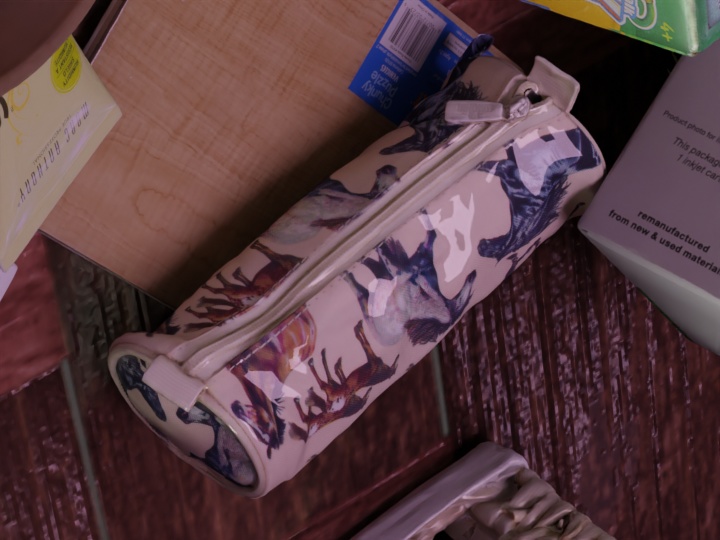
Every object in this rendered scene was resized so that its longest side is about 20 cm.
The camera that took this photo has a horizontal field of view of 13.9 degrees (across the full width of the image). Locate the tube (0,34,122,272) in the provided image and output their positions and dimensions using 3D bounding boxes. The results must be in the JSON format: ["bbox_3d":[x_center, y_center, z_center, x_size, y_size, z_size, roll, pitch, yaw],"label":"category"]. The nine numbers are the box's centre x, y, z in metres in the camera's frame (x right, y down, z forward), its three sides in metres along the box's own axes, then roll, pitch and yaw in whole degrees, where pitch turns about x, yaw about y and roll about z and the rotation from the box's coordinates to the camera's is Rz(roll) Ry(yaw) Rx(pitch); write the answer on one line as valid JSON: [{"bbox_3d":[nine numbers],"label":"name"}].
[{"bbox_3d":[-0.133,-0.096,0.942,0.058,0.052,0.200,-26,130,-1],"label":"tube"}]

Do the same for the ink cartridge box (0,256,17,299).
[{"bbox_3d":[-0.179,0.019,0.919,0.100,0.039,0.200,-60,163,0],"label":"ink cartridge box"}]

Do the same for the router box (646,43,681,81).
[{"bbox_3d":[0.192,-0.160,1.215,0.200,0.062,0.150,-47,137,-14],"label":"router box"}]

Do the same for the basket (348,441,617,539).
[{"bbox_3d":[0.065,0.198,1.237,0.135,0.123,0.201,-36,133,-23],"label":"basket"}]

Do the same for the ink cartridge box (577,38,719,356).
[{"bbox_3d":[0.187,-0.061,1.136,0.201,0.084,0.145,-58,150,-4],"label":"ink cartridge box"}]

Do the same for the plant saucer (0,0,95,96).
[{"bbox_3d":[-0.133,-0.143,0.866,0.200,0.029,0.201,-23,119,-49],"label":"plant saucer"}]

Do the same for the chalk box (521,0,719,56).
[{"bbox_3d":[0.103,-0.164,1.018,0.124,0.199,0.125,-38,133,-32],"label":"chalk box"}]

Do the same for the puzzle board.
[{"bbox_3d":[-0.032,-0.051,1.094,0.200,0.017,0.151,33,86,-48],"label":"puzzle board"}]

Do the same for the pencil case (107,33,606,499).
[{"bbox_3d":[0.000,0.000,1.080,0.200,0.078,0.090,-40,152,-22],"label":"pencil case"}]
